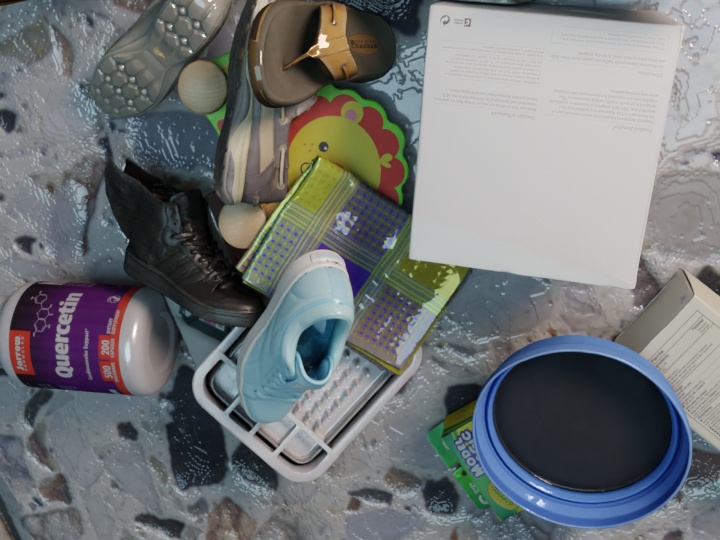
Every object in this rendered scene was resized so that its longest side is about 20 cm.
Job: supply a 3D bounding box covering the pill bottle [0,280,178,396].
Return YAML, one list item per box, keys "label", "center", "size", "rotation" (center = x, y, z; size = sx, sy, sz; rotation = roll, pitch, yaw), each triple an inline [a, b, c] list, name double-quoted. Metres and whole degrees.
- label: "pill bottle"
  center: [-0.301, 0.070, 0.900]
  size: [0.195, 0.113, 0.115]
  rotation: [2, 110, 11]

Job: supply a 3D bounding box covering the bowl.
- label: "bowl"
  center: [0.203, 0.150, 0.791]
  size: [0.196, 0.039, 0.205]
  rotation: [8, 119, 15]

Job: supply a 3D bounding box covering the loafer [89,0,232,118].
- label: "loafer"
  center: [-0.186, -0.211, 0.802]
  size: [0.198, 0.070, 0.070]
  rotation: [-26, 116, 37]

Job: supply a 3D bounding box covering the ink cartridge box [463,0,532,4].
- label: "ink cartridge box"
  center: [0.079, -0.323, 0.676]
  size: [0.142, 0.087, 0.205]
  rotation: [12, 110, 21]

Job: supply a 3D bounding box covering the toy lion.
- label: "toy lion"
  center: [-0.054, -0.117, 0.799]
  size: [0.188, 0.069, 0.204]
  rotation: [-17, 99, 1]

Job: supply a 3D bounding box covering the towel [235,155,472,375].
- label: "towel"
  center: [0.000, 0.000, 0.797]
  size: [0.198, 0.023, 0.144]
  rotation: [34, 102, -21]

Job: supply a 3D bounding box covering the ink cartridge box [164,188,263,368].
- label: "ink cartridge box"
  center: [-0.117, 0.013, 0.877]
  size: [0.170, 0.044, 0.203]
  rotation: [-17, 105, 19]

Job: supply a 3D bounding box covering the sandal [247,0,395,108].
- label: "sandal"
  center: [-0.020, -0.182, 0.700]
  size: [0.054, 0.198, 0.084]
  rotation: [-1, 102, 37]

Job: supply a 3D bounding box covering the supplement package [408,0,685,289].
- label: "supplement package"
  center: [0.148, -0.115, 0.714]
  size: [0.187, 0.147, 0.204]
  rotation: [8, 111, 10]

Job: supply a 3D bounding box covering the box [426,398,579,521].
- label: "box"
  center: [0.173, 0.170, 0.867]
  size: [0.198, 0.048, 0.118]
  rotation: [-34, 99, 23]

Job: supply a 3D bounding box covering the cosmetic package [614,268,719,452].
- label: "cosmetic package"
  center: [0.346, 0.106, 0.789]
  size: [0.199, 0.073, 0.104]
  rotation: [39, 114, -2]

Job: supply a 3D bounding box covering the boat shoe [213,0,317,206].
- label: "boat shoe"
  center: [-0.078, -0.155, 0.736]
  size: [0.072, 0.074, 0.204]
  rotation: [8, 103, -21]

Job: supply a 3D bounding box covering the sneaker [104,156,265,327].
- label: "sneaker"
  center: [-0.167, -0.029, 0.810]
  size: [0.197, 0.060, 0.106]
  rotation: [23, 109, 23]

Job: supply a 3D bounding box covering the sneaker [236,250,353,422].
- label: "sneaker"
  center: [-0.061, 0.082, 0.754]
  size: [0.072, 0.083, 0.202]
  rotation: [6, 129, -22]

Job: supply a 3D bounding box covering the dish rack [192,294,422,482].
- label: "dish rack"
  center: [-0.053, 0.095, 0.861]
  size: [0.171, 0.044, 0.200]
  rotation: [42, 95, -13]

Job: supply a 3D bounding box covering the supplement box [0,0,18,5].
- label: "supplement box"
  center: [-0.265, -0.335, 0.675]
  size: [0.131, 0.199, 0.201]
  rotation: [-20, 108, -20]
